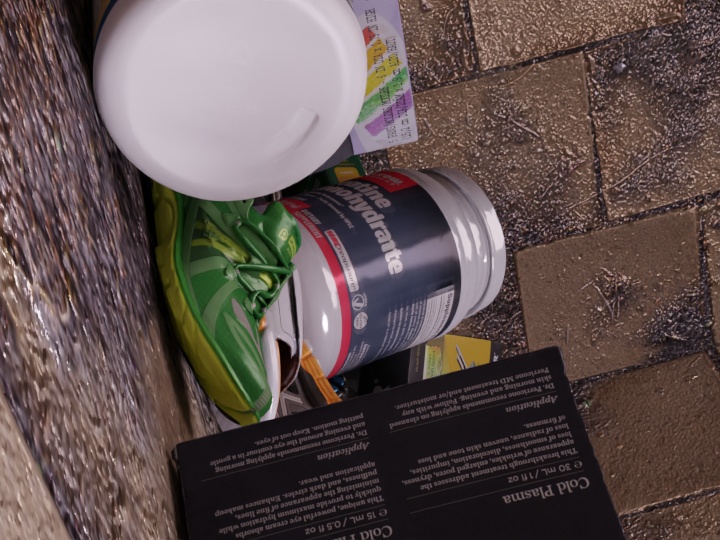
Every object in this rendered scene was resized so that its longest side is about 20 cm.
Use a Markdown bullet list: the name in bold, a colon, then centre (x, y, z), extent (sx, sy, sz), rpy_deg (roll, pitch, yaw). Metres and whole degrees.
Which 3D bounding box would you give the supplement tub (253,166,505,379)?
- **supplement tub**: centre (0.000, 0.000, 1.102), extent (0.140, 0.199, 0.141), rpy_deg (25, -57, 44)

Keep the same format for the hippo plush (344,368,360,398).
- **hippo plush**: centre (-0.016, 0.115, 1.366), extent (0.199, 0.159, 0.161), rpy_deg (27, -27, 30)

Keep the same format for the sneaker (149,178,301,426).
- **sneaker**: centre (-0.074, -0.004, 0.832), extent (0.074, 0.083, 0.201), rpy_deg (77, 0, -55)

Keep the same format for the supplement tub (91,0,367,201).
- **supplement tub**: centre (-0.080, -0.149, 0.806), extent (0.200, 0.144, 0.145), rpy_deg (-104, 180, -52)

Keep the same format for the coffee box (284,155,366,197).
- **coffee box**: centre (-0.024, -0.040, 1.298), extent (0.123, 0.044, 0.201), rpy_deg (110, -33, -44)

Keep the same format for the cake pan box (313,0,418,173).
- **cake pan box**: centre (-0.060, -0.147, 0.997), extent (0.200, 0.183, 0.052), rpy_deg (79, -1, -51)

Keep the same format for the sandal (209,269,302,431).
- **sandal**: centre (-0.068, 0.013, 0.917), extent (0.079, 0.059, 0.207), rpy_deg (-48, -133, 43)

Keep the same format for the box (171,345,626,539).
- **box**: centre (0.027, 0.158, 0.675), extent (0.104, 0.199, 0.183), rpy_deg (77, -1, -50)

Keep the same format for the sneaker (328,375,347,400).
- **sneaker**: centre (-0.061, 0.099, 1.194), extent (0.200, 0.073, 0.082), rpy_deg (-112, -147, -72)

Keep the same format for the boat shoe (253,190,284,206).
- **boat shoe**: centre (-0.094, -0.060, 1.229), extent (0.200, 0.060, 0.074), rpy_deg (-134, -120, -85)

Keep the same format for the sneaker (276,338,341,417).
- **sneaker**: centre (-0.059, 0.093, 0.958), extent (0.200, 0.077, 0.079), rpy_deg (49, -25, 46)

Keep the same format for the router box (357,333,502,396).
- **router box**: centre (0.056, 0.153, 1.237), extent (0.157, 0.052, 0.201), rpy_deg (10, 85, -55)
